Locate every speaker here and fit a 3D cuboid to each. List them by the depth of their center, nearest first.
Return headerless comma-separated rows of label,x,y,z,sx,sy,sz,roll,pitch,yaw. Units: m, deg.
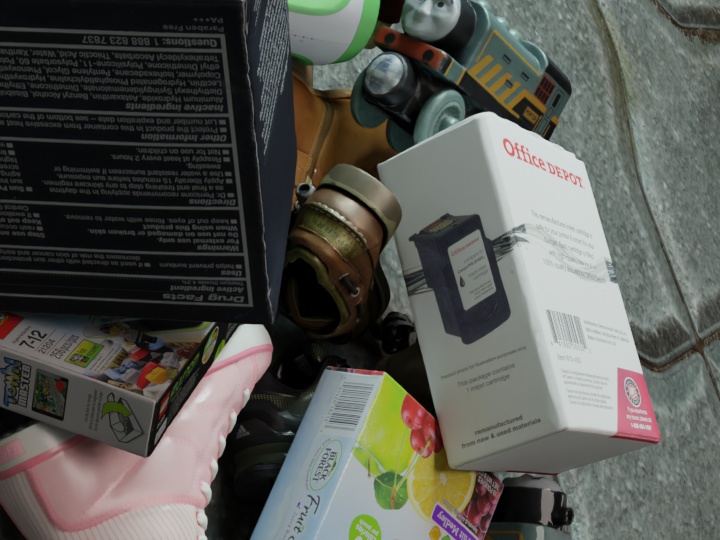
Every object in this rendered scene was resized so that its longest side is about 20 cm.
speaker,-0.089,-0.180,0.903,0.200,0.088,0.089,5,65,-34

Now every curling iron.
curling iron,0.000,0.000,1.000,0.200,0.050,0.026,56,34,-47

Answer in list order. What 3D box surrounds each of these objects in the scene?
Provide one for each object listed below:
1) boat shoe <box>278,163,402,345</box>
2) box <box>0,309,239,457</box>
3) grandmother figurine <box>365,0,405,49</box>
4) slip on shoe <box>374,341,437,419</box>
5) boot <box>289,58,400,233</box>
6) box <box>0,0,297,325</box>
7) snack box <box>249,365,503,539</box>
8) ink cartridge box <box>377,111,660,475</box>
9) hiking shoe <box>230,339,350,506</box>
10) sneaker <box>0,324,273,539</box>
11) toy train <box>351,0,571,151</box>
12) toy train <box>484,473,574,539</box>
boat shoe,-0.025,0.006,0.903,0.068,0.072,0.200,-53,167,-21
box,-0.121,0.014,0.762,0.200,0.110,0.035,-61,167,-60
grandmother figurine,-0.013,-0.210,1.003,0.121,0.200,0.061,58,31,-16
slip on shoe,0.065,0.098,1.075,0.200,0.061,0.076,44,34,-67
boot,-0.028,-0.067,1.017,0.200,0.077,0.155,47,41,-50
box,-0.134,-0.084,0.649,0.199,0.200,0.123,90,4,-49
snack box,-0.002,0.177,0.841,0.142,0.053,0.200,45,59,-38
ink cartridge box,0.100,0.019,0.914,0.145,0.084,0.200,15,57,-56
hiking shoe,-0.010,0.091,0.934,0.200,0.076,0.101,5,70,-57
sneaker,-0.104,0.102,0.773,0.200,0.075,0.105,-27,90,-53
toy train,0.073,-0.124,1.016,0.200,0.085,0.114,29,89,-56
toy train,0.083,0.225,0.937,0.085,0.114,0.200,29,61,-49
